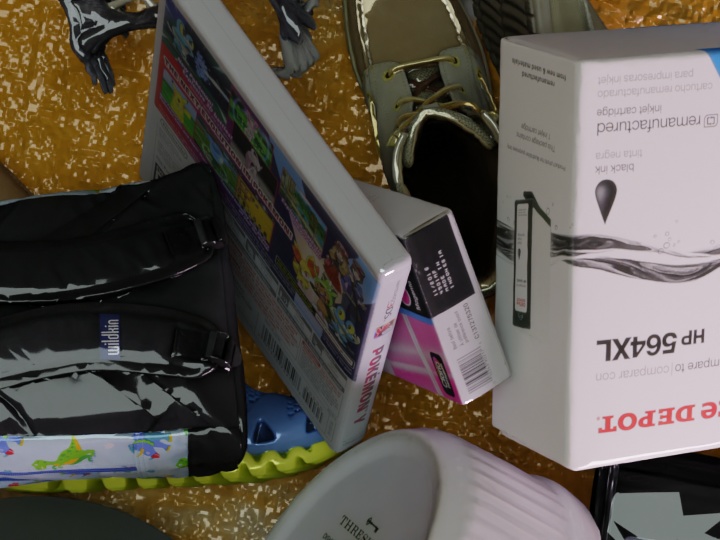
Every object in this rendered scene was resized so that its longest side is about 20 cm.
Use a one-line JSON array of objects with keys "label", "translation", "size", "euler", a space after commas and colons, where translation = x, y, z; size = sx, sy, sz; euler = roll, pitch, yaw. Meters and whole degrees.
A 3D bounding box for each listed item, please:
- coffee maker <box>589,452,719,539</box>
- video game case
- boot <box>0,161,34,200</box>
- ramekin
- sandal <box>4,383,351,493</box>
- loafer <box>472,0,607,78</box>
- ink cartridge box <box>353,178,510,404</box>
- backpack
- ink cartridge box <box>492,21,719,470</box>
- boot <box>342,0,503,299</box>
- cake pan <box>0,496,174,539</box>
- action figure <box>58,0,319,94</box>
[{"label": "coffee maker", "translation": [0.217, 0.142, 1.442], "size": [0.199, 0.135, 0.193], "euler": [9, 63, 3]}, {"label": "video game case", "translation": [-0.048, -0.029, 1.400], "size": [0.023, 0.183, 0.200], "euler": [-26, 66, -22]}, {"label": "boot", "translation": [-0.276, -0.028, 1.498], "size": [0.175, 0.066, 0.200], "euler": [-38, 86, 1]}, {"label": "ramekin", "translation": [0.018, 0.171, 1.395], "size": [0.094, 0.202, 0.203], "euler": [38, 91, -25]}, {"label": "sandal", "translation": [-0.099, 0.074, 1.479], "size": [0.199, 0.079, 0.088], "euler": [-2, 83, 2]}, {"label": "loafer", "translation": [0.111, -0.106, 1.447], "size": [0.068, 0.076, 0.201], "euler": [-26, 127, -15]}, {"label": "ink cartridge box", "translation": [0.000, 0.000, 1.406], "size": [0.037, 0.200, 0.095], "euler": [-29, 113, -19]}, {"label": "backpack", "translation": [-0.169, 0.040, 1.402], "size": [0.199, 0.154, 0.164], "euler": [-5, 70, -15]}, {"label": "ink cartridge box", "translation": [0.146, -0.015, 1.351], "size": [0.145, 0.084, 0.201], "euler": [-7, 105, -25]}, {"label": "boot", "translation": [0.038, -0.082, 1.434], "size": [0.072, 0.155, 0.201], "euler": [-16, 88, 2]}, {"label": "cake pan", "translation": [-0.157, 0.185, 1.419], "size": [0.199, 0.201, 0.037], "euler": [16, 124, 4]}, {"label": "action figure", "translation": [-0.055, -0.164, 1.463], "size": [0.199, 0.119, 0.102], "euler": [-20, 121, 22]}]
